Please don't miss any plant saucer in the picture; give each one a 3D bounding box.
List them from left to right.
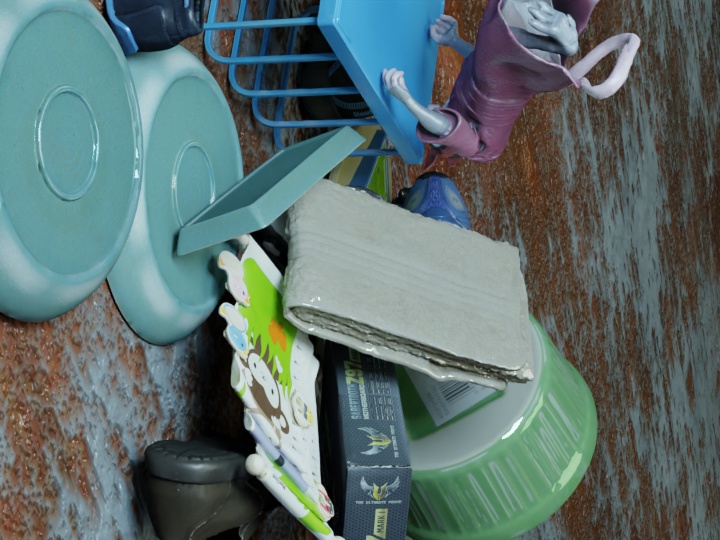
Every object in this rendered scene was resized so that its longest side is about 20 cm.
[{"bbox_3d":[-0.176,-0.072,1.196,0.200,0.027,0.202,5,85,-64],"label":"plant saucer"},{"bbox_3d":[-0.119,-0.052,1.378,0.200,0.027,0.202,0,90,-69],"label":"plant saucer"},{"bbox_3d":[-0.060,-0.057,1.410,0.019,0.069,0.200,66,25,-12],"label":"plant saucer"}]

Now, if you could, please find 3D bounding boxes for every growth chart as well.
[{"bbox_3d":[-0.054,0.076,1.402,0.145,0.018,0.202,47,31,-50],"label":"growth chart"}]

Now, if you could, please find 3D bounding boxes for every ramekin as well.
[{"bbox_3d":[0.083,0.115,1.696,0.098,0.198,0.201,58,37,-44],"label":"ramekin"}]

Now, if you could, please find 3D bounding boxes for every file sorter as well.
[{"bbox_3d":[-0.031,-0.181,1.482,0.200,0.121,0.140,52,42,-58],"label":"file sorter"}]

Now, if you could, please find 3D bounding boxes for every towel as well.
[{"bbox_3d":[0.033,0.010,1.492,0.035,0.198,0.133,-52,-152,39],"label":"towel"}]

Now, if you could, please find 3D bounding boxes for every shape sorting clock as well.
[{"bbox_3d":[-0.007,-0.019,1.663,0.200,0.039,0.202,5,90,-79],"label":"shape sorting clock"}]

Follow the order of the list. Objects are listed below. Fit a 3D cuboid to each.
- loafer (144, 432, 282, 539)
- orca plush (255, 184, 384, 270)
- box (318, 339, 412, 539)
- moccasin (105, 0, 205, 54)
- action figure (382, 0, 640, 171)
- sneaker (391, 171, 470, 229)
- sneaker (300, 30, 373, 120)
[{"bbox_3d":[-0.095,0.150,1.397,0.200,0.072,0.072,11,91,-67],"label":"loafer"},{"bbox_3d":[0.000,0.000,1.557,0.198,0.071,0.106,13,57,-26],"label":"orca plush"},{"bbox_3d":[0.000,0.148,1.526,0.201,0.050,0.159,-100,-167,-58],"label":"box"},{"bbox_3d":[-0.104,-0.215,1.358,0.081,0.068,0.202,62,34,-52],"label":"moccasin"},{"bbox_3d":[0.101,-0.134,1.457,0.134,0.148,0.201,-56,174,-43],"label":"action figure"},{"bbox_3d":[0.064,-0.022,1.765,0.200,0.078,0.090,97,-7,-67],"label":"sneaker"},{"bbox_3d":[0.009,-0.208,1.651,0.073,0.081,0.202,44,48,-60],"label":"sneaker"}]
